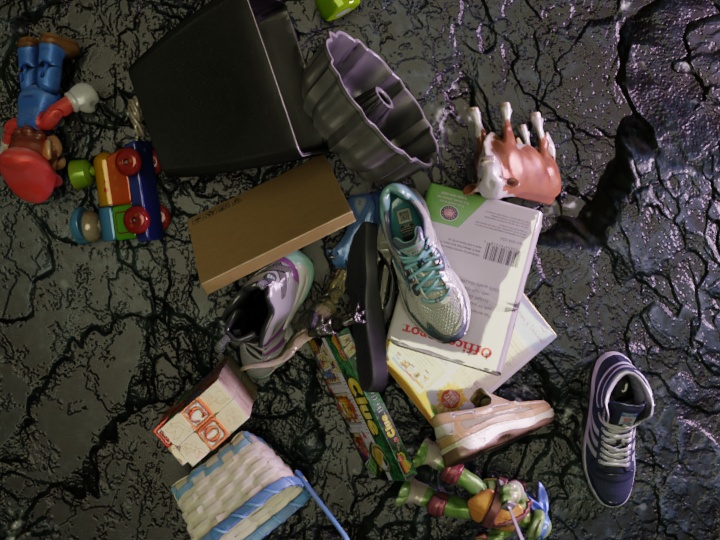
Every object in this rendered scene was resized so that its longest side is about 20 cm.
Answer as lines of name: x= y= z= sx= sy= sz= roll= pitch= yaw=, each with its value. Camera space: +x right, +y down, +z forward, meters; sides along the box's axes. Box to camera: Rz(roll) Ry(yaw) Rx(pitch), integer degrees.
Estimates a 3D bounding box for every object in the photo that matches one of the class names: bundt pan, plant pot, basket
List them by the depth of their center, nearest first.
plant pot: x=-0.159 y=-0.208 z=1.299 sx=0.175 sy=0.200 sz=0.202 roll=-18 pitch=94 yaw=13
bundt pan: x=0.003 y=-0.185 z=1.303 sx=0.076 sy=0.202 sz=0.202 roll=-38 pitch=95 yaw=25
basket: x=-0.125 y=0.314 z=1.337 sx=0.175 sy=0.139 sz=0.201 roll=-34 pitch=64 yaw=1

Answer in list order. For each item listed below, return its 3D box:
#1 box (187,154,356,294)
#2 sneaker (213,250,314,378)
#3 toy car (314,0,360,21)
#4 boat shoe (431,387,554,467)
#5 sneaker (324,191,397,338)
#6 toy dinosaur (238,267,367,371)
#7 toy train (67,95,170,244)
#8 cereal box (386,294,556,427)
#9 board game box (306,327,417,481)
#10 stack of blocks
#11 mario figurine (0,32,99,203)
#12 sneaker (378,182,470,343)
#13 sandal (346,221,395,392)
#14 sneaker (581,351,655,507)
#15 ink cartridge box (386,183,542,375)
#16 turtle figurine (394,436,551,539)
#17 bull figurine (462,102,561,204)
box: x=-0.113 y=-0.060 z=1.319 sx=0.198 sy=0.164 sz=0.021 roll=-25 pitch=124 yaw=0
sneaker: x=-0.134 y=0.074 z=1.303 sx=0.077 sy=0.140 sz=0.202 roll=28 pitch=126 yaw=15
toy car: x=-0.020 y=-0.412 z=1.277 sx=0.156 sy=0.200 sz=0.166 roll=-27 pitch=94 yaw=0
boat shoe: x=0.167 y=0.181 z=1.349 sx=0.072 sy=0.198 sz=0.077 roll=-40 pitch=69 yaw=39
sneaker: x=0.000 y=0.000 z=1.374 sx=0.088 sy=0.078 sz=0.204 roll=4 pitch=90 yaw=12
toy dinosaur: x=-0.050 y=0.062 z=1.255 sx=0.087 sy=0.200 sz=0.048 roll=-10 pitch=114 yaw=41
toy train: x=-0.313 y=-0.133 z=1.350 sx=0.114 sy=0.085 sz=0.203 roll=-7 pitch=93 yaw=12
cereal box: x=0.133 y=0.092 z=1.392 sx=0.199 sy=0.040 sz=0.144 roll=-39 pitch=92 yaw=0
board game box: x=-0.001 y=0.170 z=1.362 sx=0.023 sy=0.104 sz=0.202 roll=-27 pitch=94 yaw=-28
stack of blocks: x=-0.189 y=0.175 z=1.306 sx=0.115 sy=0.200 sz=0.059 roll=-42 pitch=94 yaw=0
mario figurine: x=-0.388 y=-0.181 z=1.338 sx=0.104 sy=0.123 sz=0.203 roll=9 pitch=81 yaw=-23
sneaker: x=0.065 y=-0.009 z=1.254 sx=0.077 sy=0.086 sz=0.202 roll=-25 pitch=77 yaw=6
sandal: x=0.017 y=0.043 z=1.299 sx=0.042 sy=0.076 sz=0.204 roll=-2 pitch=87 yaw=-19
sneaker: x=0.327 y=0.211 z=1.372 sx=0.069 sy=0.109 sz=0.204 roll=0 pitch=94 yaw=-1
ink cartridge box: x=0.129 y=0.013 z=1.327 sx=0.143 sy=0.084 sz=0.203 roll=15 pitch=84 yaw=11
turtle figurine: x=0.137 y=0.308 z=1.342 sx=0.192 sy=0.145 sz=0.201 roll=26 pitch=59 yaw=11
bull figurine: x=0.182 y=-0.136 z=1.312 sx=0.064 sy=0.199 sz=0.124 roll=-12 pitch=78 yaw=34
